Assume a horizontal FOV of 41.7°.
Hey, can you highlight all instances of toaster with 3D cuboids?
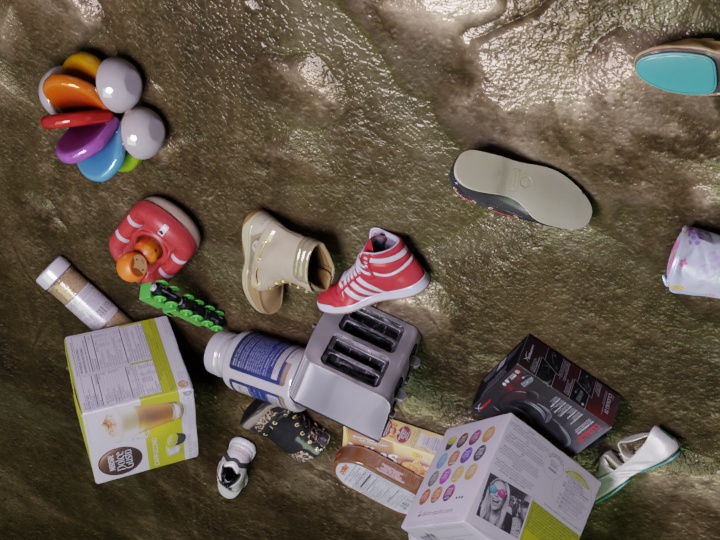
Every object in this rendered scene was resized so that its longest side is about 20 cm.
[{"bbox_3d":[-0.011,0.154,1.554,0.200,0.181,0.119,25,132,5],"label":"toaster"}]

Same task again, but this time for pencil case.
[{"bbox_3d":[0.500,0.007,1.226,0.200,0.083,0.091,17,111,15],"label":"pencil case"}]

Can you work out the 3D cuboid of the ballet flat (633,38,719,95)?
[{"bbox_3d":[0.418,-0.235,1.080,0.200,0.063,0.069,14,142,26],"label":"ballet flat"}]

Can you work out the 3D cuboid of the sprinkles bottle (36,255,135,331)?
[{"bbox_3d":[-0.525,0.062,1.815,0.200,0.068,0.068,45,133,-13],"label":"sprinkles bottle"}]

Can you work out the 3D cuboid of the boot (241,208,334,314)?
[{"bbox_3d":[-0.115,0.011,1.534,0.155,0.073,0.200,25,131,31],"label":"boot"}]

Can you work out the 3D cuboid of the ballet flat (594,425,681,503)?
[{"bbox_3d":[0.434,0.312,1.545,0.069,0.069,0.200,37,131,-6],"label":"ballet flat"}]

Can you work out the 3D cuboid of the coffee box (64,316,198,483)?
[{"bbox_3d":[-0.426,0.238,1.759,0.197,0.200,0.200,-12,134,-19],"label":"coffee box"}]

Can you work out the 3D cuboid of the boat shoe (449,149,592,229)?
[{"bbox_3d":[0.218,-0.108,1.294,0.201,0.074,0.063,20,171,-2],"label":"boat shoe"}]

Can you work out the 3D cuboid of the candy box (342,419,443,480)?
[{"bbox_3d":[0.066,0.334,1.751,0.200,0.055,0.116,17,135,14],"label":"candy box"}]

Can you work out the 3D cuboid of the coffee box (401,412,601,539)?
[{"bbox_3d":[0.224,0.374,1.514,0.200,0.198,0.200,37,151,-12],"label":"coffee box"}]

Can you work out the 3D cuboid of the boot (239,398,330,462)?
[{"bbox_3d":[-0.118,0.281,1.791,0.151,0.073,0.200,40,124,-17],"label":"boot"}]

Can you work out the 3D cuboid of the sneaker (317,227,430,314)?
[{"bbox_3d":[0.000,0.000,1.489,0.200,0.071,0.113,-15,123,27],"label":"sneaker"}]

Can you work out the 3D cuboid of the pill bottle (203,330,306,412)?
[{"bbox_3d":[-0.175,0.172,1.682,0.200,0.111,0.111,15,134,27],"label":"pill bottle"}]

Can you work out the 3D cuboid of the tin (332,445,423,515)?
[{"bbox_3d":[0.041,0.392,1.752,0.200,0.042,0.112,28,137,-1],"label":"tin"}]

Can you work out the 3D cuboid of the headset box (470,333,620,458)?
[{"bbox_3d":[0.303,0.217,1.514,0.200,0.077,0.149,35,135,-2],"label":"headset box"}]

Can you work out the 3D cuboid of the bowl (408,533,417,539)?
[{"bbox_3d":[0.159,0.427,1.697,0.075,0.200,0.200,34,137,28],"label":"bowl"}]

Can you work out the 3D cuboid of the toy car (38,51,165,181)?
[{"bbox_3d":[-0.415,-0.225,1.454,0.175,0.150,0.200,-2,126,28],"label":"toy car"}]

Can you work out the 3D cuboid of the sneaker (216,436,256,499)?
[{"bbox_3d":[-0.278,0.432,1.998,0.074,0.080,0.200,24,136,5],"label":"sneaker"}]

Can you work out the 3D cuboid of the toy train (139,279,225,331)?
[{"bbox_3d":[-0.313,0.066,1.670,0.056,0.042,0.200,-11,154,26],"label":"toy train"}]

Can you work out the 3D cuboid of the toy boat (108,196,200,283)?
[{"bbox_3d":[-0.366,-0.031,1.609,0.130,0.131,0.200,40,134,-10],"label":"toy boat"}]
